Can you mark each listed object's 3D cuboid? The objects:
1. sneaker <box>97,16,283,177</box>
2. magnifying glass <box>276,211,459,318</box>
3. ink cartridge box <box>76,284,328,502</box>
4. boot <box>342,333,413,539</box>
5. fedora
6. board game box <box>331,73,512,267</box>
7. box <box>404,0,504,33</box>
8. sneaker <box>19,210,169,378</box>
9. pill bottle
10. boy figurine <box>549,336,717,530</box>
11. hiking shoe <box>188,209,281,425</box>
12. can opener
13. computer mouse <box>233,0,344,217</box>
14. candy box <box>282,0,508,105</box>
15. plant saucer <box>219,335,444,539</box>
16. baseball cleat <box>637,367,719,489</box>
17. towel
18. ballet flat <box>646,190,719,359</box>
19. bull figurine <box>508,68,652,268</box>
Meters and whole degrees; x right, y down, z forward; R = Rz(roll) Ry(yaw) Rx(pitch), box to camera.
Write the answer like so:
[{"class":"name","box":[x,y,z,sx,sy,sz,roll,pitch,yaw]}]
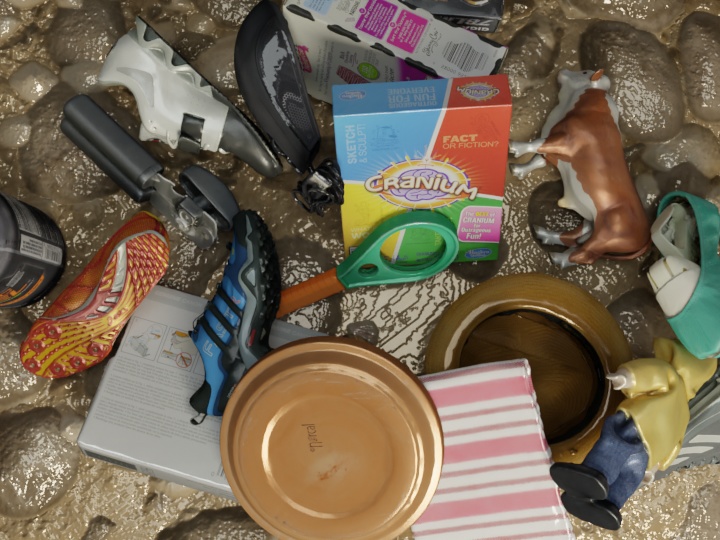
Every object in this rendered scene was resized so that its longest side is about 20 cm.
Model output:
[{"class":"sneaker","box":[-0.166,-0.145,0.977,0.200,0.074,0.089,41,91,-5]},{"class":"magnifying glass","box":[0.000,0.000,0.958,0.199,0.080,0.022,-22,46,19]},{"class":"ink cartridge box","box":[-0.147,0.120,0.973,0.199,0.044,0.174,16,64,2]},{"class":"boot","box":[0.027,0.153,0.960,0.075,0.074,0.201,-14,91,-15]},{"class":"fedora","box":[0.155,0.098,0.950,0.199,0.082,0.202,0,87,-5]},{"class":"board game box","box":[0.054,-0.084,0.916,0.152,0.201,0.040,-4,51,1]},{"class":"box","box":[0.049,-0.347,1.009,0.199,0.050,0.200,4,85,1]},{"class":"sneaker","box":[-0.252,0.029,0.976,0.200,0.077,0.073,-42,114,10]},{"class":"pill bottle","box":[-0.346,-0.024,0.908,0.106,0.200,0.107,0,84,1]},{"class":"boy figurine","box":[0.244,0.124,0.877,0.200,0.064,0.125,-48,125,-28]},{"class":"hiking shoe","box":[-0.122,0.039,0.936,0.086,0.074,0.201,-4,74,9]},{"class":"can opener","box":[-0.206,-0.102,0.998,0.200,0.053,0.067,43,54,5]},{"class":"computer mouse","box":[-0.074,-0.144,0.910,0.052,0.138,0.201,-18,90,-11]},{"class":"candy box","box":[0.025,-0.193,0.948,0.199,0.136,0.061,25,69,2]},{"class":"plant saucer","box":[-0.027,0.157,0.880,0.199,0.032,0.202,1,103,6]},{"class":"baseball cleat","box":[0.322,0.169,0.948,0.200,0.070,0.107,-40,92,1]},{"class":"towel","box":[0.103,0.179,0.898,0.146,0.030,0.201,-12,103,20]},{"class":"ballet flat","box":[0.294,-0.002,0.920,0.070,0.067,0.201,26,42,-9]},{"class":"bull figurine","box":[0.212,-0.099,0.976,0.121,0.065,0.201,-20,84,1]}]
